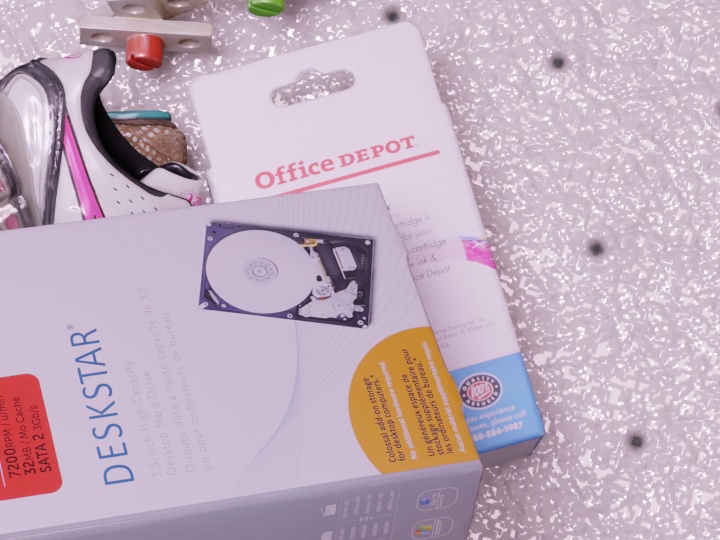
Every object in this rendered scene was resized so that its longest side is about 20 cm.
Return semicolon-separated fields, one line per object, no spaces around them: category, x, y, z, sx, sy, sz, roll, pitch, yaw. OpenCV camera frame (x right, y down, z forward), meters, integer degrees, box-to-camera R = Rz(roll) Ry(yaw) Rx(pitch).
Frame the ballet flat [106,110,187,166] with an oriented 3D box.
ballet flat;-0.180;-0.038;1.119;0.199;0.071;0.065;-2;86;2

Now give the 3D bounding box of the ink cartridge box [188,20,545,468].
ink cartridge box;0.000;0.000;1.109;0.115;0.068;0.200;-15;78;-4

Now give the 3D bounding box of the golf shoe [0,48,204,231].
golf shoe;-0.102;-0.002;1.072;0.092;0.073;0.200;-27;110;6

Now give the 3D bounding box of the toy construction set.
toy construction set;-0.068;-0.190;1.139;0.131;0.092;0.201;9;85;-23

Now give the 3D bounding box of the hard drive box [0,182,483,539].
hard drive box;-0.070;0.056;0.974;0.199;0.077;0.156;-9;50;-15
